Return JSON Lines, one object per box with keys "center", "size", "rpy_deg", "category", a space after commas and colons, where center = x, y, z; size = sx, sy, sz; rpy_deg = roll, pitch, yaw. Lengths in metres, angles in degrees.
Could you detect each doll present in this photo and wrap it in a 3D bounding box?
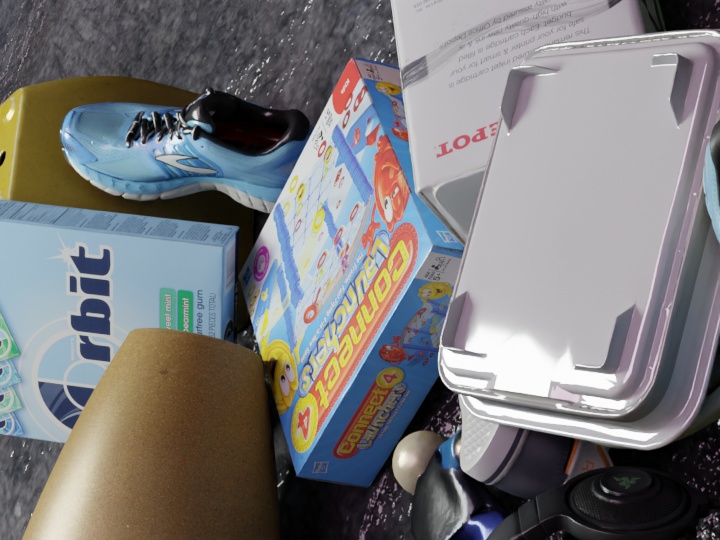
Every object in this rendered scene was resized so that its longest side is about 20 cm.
{"center": [0.061, 0.160, 0.933], "size": [0.200, 0.048, 0.138], "rpy_deg": [-122, 38, -53], "category": "doll"}

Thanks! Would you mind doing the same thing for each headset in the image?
{"center": [0.143, 0.147, 0.759], "size": [0.199, 0.124, 0.094], "rpy_deg": [-32, 17, 12], "category": "headset"}

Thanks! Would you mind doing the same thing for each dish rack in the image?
{"center": [0.106, -0.024, 0.780], "size": [0.171, 0.043, 0.202], "rpy_deg": [4, 77, 53], "category": "dish rack"}

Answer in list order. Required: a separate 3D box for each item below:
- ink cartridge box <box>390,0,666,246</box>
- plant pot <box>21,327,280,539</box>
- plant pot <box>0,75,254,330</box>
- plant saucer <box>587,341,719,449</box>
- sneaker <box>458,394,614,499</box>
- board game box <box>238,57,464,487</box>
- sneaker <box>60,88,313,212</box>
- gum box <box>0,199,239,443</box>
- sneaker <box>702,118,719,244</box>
{"center": [0.102, -0.126, 0.954], "size": [0.144, 0.083, 0.201], "rpy_deg": [-20, 53, 19], "category": "ink cartridge box"}
{"center": [-0.127, 0.147, 1.089], "size": [0.186, 0.185, 0.202], "rpy_deg": [-9, 66, 53], "category": "plant pot"}
{"center": [-0.217, -0.041, 1.311], "size": [0.194, 0.199, 0.197], "rpy_deg": [-29, 51, 45], "category": "plant pot"}
{"center": [0.154, -0.010, 0.795], "size": [0.199, 0.050, 0.202], "rpy_deg": [-27, 55, 46], "category": "plant saucer"}
{"center": [0.101, 0.066, 0.913], "size": [0.079, 0.079, 0.200], "rpy_deg": [-61, 8, 27], "category": "sneaker"}
{"center": [0.000, 0.000, 1.074], "size": [0.201, 0.055, 0.197], "rpy_deg": [-61, 32, 31], "category": "board game box"}
{"center": [-0.121, -0.103, 1.194], "size": [0.090, 0.198, 0.079], "rpy_deg": [86, -169, -57], "category": "sneaker"}
{"center": [-0.189, 0.044, 1.190], "size": [0.045, 0.198, 0.172], "rpy_deg": [-59, -25, -66], "category": "gum box"}
{"center": [0.182, 0.022, 0.651], "size": [0.078, 0.090, 0.201], "rpy_deg": [-29, 75, 19], "category": "sneaker"}
